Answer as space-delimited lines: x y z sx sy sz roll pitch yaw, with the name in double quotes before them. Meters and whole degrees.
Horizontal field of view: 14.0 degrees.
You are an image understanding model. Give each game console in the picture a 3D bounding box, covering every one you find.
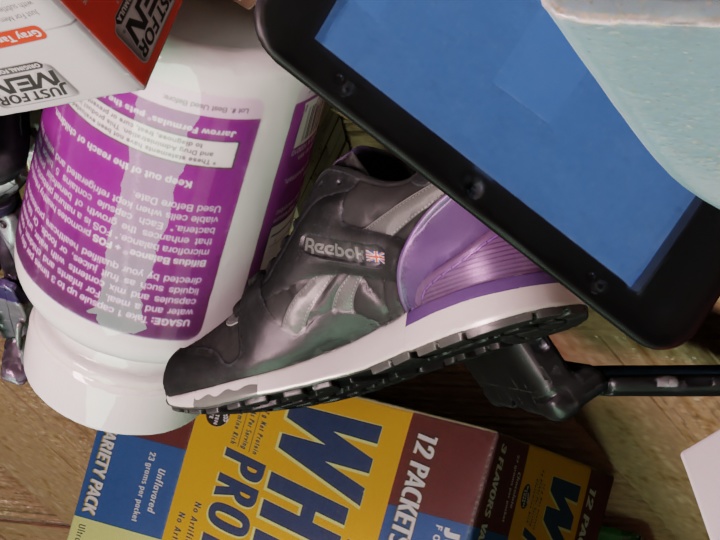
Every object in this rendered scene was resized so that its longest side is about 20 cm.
"game console" 0.098 0.005 1.251 0.176 0.116 0.200 57 175 -2
"game console" 0.100 -0.096 0.973 0.200 0.119 0.172 37 138 -19

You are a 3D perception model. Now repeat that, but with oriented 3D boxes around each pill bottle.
"pill bottle" -0.082 -0.034 1.212 0.112 0.112 0.200 21 123 7

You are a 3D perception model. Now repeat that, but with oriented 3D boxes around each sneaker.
"sneaker" 0.000 0.000 1.143 0.200 0.088 0.076 -19 170 38

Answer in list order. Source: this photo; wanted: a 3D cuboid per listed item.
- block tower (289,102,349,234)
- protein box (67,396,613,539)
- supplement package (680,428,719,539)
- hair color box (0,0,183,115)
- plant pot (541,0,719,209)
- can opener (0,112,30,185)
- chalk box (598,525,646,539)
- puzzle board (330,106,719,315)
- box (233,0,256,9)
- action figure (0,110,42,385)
"block tower" -0.032 -0.019 1.354 0.058 0.054 0.200 16 153 16
"protein box" -0.009 0.132 1.456 0.200 0.135 0.199 13 175 22
"supplement package" 0.246 0.087 1.130 0.200 0.117 0.117 -34 131 17
"hair color box" -0.162 -0.141 1.054 0.101 0.061 0.200 -7 140 38
"plant pot" 0.181 -0.099 0.841 0.196 0.196 0.200 4 154 20
"can opener" -0.160 -0.084 1.231 0.200 0.079 0.063 -117 3 -60
"chalk box" 0.075 0.239 1.577 0.124 0.200 0.124 13 155 22
"puzzle board" 0.100 -0.017 1.198 0.200 0.017 0.151 26 179 30
"box" -0.094 -0.187 1.067 0.200 0.075 0.100 29 154 -14
"action figure" -0.184 -0.030 1.453 0.130 0.069 0.200 28 152 15
